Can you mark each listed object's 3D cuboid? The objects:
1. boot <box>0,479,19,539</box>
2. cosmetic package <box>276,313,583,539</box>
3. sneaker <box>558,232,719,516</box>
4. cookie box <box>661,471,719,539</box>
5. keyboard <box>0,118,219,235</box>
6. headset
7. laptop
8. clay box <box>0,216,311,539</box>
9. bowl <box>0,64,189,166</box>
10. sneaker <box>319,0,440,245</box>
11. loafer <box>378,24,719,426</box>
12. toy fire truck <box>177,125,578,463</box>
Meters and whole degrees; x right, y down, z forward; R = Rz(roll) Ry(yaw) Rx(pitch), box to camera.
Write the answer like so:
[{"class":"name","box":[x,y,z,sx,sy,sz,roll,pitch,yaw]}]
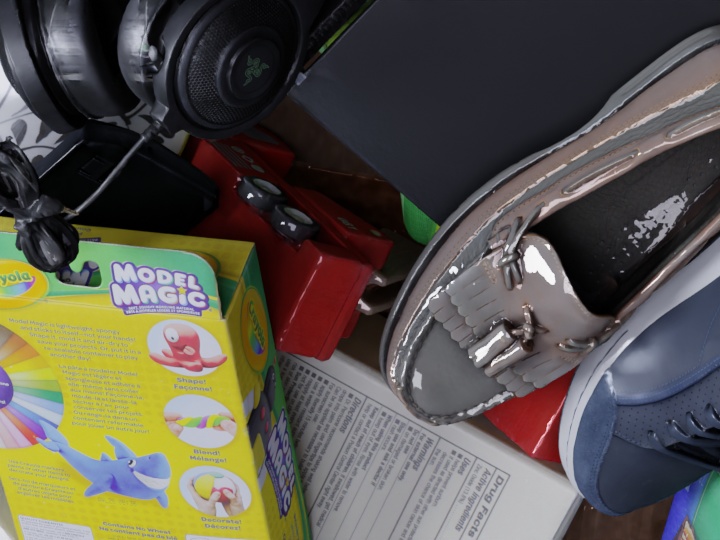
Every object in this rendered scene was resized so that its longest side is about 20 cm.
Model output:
[{"class":"boot","box":[-0.196,0.079,1.289,0.090,0.073,0.200,-43,69,25]},{"class":"cosmetic package","box":[-0.007,0.075,1.242,0.200,0.071,0.105,30,110,7]},{"class":"sneaker","box":[0.151,0.063,1.089,0.077,0.147,0.202,15,132,-29]},{"class":"cookie box","box":[0.159,0.194,1.166,0.075,0.171,0.201,10,106,-15]},{"class":"keyboard","box":[-0.158,-0.001,1.181,0.200,0.104,0.040,-39,45,21]},{"class":"headset","box":[-0.086,-0.091,1.081,0.123,0.094,0.201,4,59,27]},{"class":"laptop","box":[0.043,-0.136,1.142,0.177,0.103,0.200,-44,55,17]},{"class":"clay box","box":[-0.089,0.050,1.151,0.114,0.048,0.200,6,134,15]},{"class":"bowl","box":[-0.168,-0.100,1.201,0.200,0.094,0.202,-1,89,33]},{"class":"sneaker","box":[0.011,-0.105,1.201,0.083,0.074,0.201,-12,88,18]},{"class":"loafer","box":[0.086,-0.011,1.102,0.200,0.063,0.072,-43,114,11]},{"class":"toy fire truck","box":[0.000,0.000,1.208,0.200,0.141,0.049,44,112,45]}]
